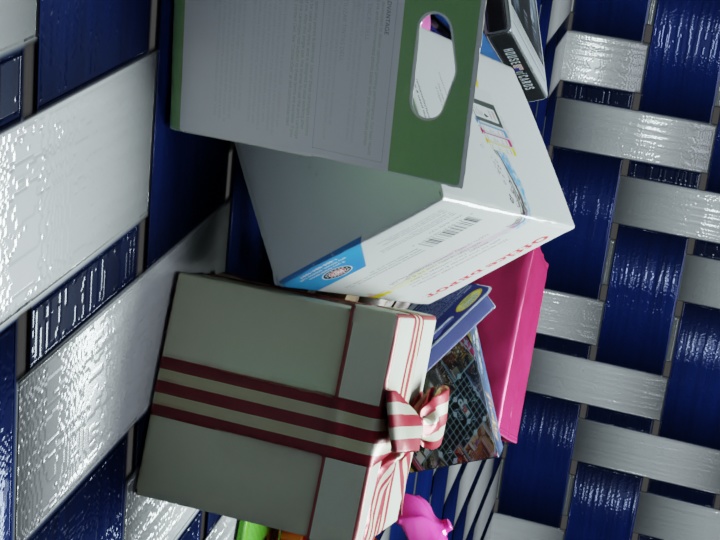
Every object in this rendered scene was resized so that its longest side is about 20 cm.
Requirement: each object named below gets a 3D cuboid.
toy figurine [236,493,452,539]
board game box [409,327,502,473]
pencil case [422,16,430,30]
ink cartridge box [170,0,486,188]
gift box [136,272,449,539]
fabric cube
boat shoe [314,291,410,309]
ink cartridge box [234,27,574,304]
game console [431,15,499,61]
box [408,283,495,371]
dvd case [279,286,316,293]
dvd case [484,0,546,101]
[{"bbox_3d":[-0.008,0.263,1.395,0.150,0.182,0.202,-22,123,-76],"label":"toy figurine"},{"bbox_3d":[0.048,0.088,1.458,0.035,0.134,0.202,-25,103,-75],"label":"board game box"},{"bbox_3d":[0.029,-0.208,1.229,0.093,0.091,0.201,-22,135,-30],"label":"pencil case"},{"bbox_3d":[-0.019,-0.142,0.942,0.048,0.198,0.147,-48,147,-63],"label":"ink cartridge box"},{"bbox_3d":[-0.038,0.111,1.114,0.184,0.185,0.202,-12,112,-76],"label":"gift box"},{"bbox_3d":[0.078,0.058,1.590,0.200,0.194,0.202,41,59,-76],"label":"fabric cube"},{"bbox_3d":[-0.026,0.076,1.248,0.201,0.070,0.071,-55,-146,28],"label":"boat shoe"},{"bbox_3d":[0.032,-0.073,1.116,0.199,0.146,0.146,10,58,-57],"label":"ink cartridge box"},{"bbox_3d":[0.102,-0.258,1.362,0.200,0.117,0.173,-36,138,-74],"label":"game console"},{"bbox_3d":[0.039,0.054,1.321,0.121,0.032,0.200,-43,-164,-11],"label":"box"},{"bbox_3d":[0.000,0.000,1.314,0.200,0.025,0.150,-40,162,-4],"label":"dvd case"},{"bbox_3d":[0.118,-0.259,1.269,0.150,0.024,0.202,38,45,-67],"label":"dvd case"}]
